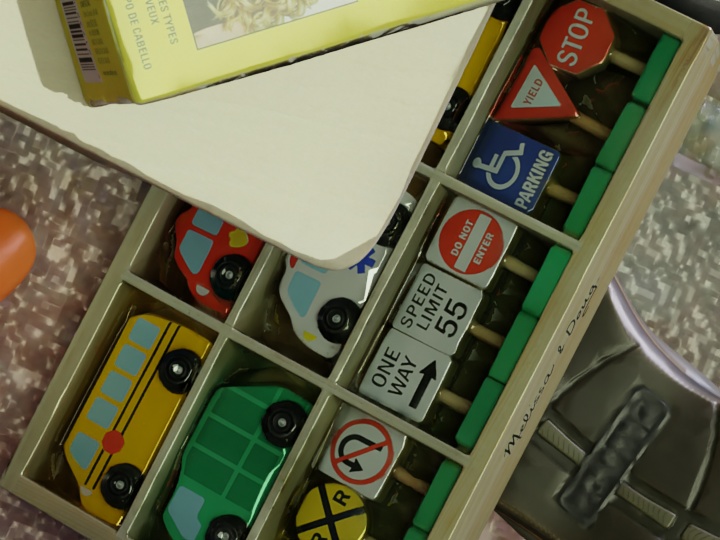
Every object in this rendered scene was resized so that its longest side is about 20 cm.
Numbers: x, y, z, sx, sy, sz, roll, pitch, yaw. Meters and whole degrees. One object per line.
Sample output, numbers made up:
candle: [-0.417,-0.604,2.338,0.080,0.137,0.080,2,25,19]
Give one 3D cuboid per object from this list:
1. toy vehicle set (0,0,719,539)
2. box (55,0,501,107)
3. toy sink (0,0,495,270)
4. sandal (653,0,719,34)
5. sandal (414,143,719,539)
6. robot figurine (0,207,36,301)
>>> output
toy vehicle set: [0.000,0.000,0.777,0.124,0.027,0.201,26,87,20]
box: [0.027,-0.088,0.673,0.199,0.075,0.050,-18,97,-12]
toy sink: [-0.071,-0.102,0.740,0.199,0.112,0.131,26,88,-15]
sandal: [0.041,-0.141,0.788,0.076,0.043,0.200,-39,86,-21]
sandal: [0.067,0.040,0.793,0.200,0.055,0.082,38,90,18]
robot figurine: [-0.168,0.029,0.700,0.200,0.116,0.145,-41,144,-42]
